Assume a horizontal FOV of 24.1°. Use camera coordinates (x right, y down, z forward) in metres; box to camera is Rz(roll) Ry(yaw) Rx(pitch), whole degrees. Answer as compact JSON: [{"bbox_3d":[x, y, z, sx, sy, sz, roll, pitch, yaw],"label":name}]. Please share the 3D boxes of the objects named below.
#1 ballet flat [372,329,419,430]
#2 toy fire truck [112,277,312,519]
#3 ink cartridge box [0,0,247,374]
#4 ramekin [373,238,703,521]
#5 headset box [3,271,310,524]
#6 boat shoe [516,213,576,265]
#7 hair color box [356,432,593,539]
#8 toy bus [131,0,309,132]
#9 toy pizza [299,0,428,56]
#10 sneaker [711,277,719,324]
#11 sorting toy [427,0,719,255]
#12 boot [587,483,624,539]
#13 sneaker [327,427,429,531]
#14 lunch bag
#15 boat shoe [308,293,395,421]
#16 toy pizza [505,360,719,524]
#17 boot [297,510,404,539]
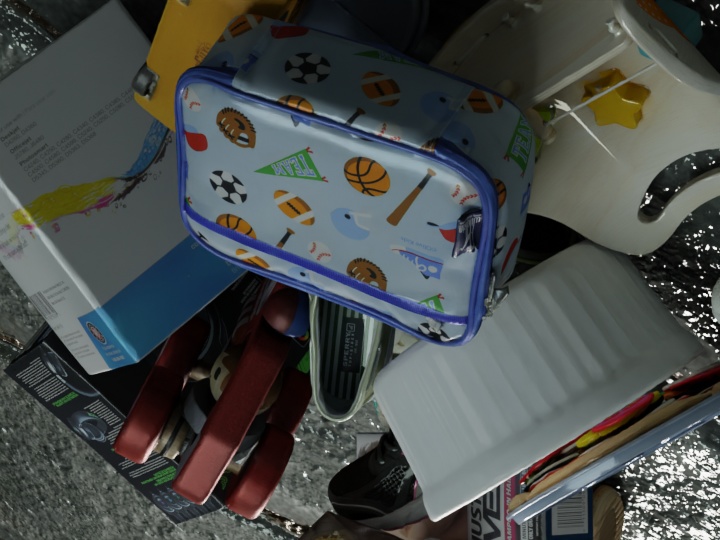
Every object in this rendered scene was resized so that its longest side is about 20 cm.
[{"bbox_3d":[0.030,0.052,1.234,0.064,0.076,0.200,8,148,22],"label":"ballet flat"},{"bbox_3d":[-0.078,0.061,1.162,0.112,0.200,0.168,27,116,-5],"label":"toy fire truck"},{"bbox_3d":[-0.179,-0.053,1.165,0.200,0.146,0.147,53,159,-8],"label":"ink cartridge box"},{"bbox_3d":[0.104,0.063,1.053,0.098,0.200,0.200,58,147,7],"label":"ramekin"},{"bbox_3d":[-0.139,0.073,1.310,0.200,0.174,0.093,45,147,-12],"label":"headset box"},{"bbox_3d":[0.056,-0.061,1.020,0.060,0.072,0.201,6,159,47],"label":"boat shoe"},{"bbox_3d":[0.083,0.174,1.292,0.060,0.101,0.199,6,171,-42],"label":"hair color box"},{"bbox_3d":[-0.073,-0.149,0.973,0.065,0.078,0.200,35,149,0],"label":"toy bus"},{"bbox_3d":[-0.043,-0.197,1.000,0.200,0.032,0.201,26,148,18],"label":"toy pizza"},{"bbox_3d":[0.252,-0.035,0.912,0.085,0.073,0.200,42,136,-12],"label":"sneaker"},{"bbox_3d":[0.142,-0.079,0.941,0.180,0.107,0.200,37,141,-23],"label":"sorting toy"},{"bbox_3d":[0.114,0.206,1.342,0.166,0.072,0.201,33,138,21],"label":"boot"},{"bbox_3d":[0.055,0.108,1.215,0.200,0.080,0.086,-32,116,14],"label":"sneaker"},{"bbox_3d":[-0.003,-0.042,0.911,0.199,0.076,0.161,23,140,14],"label":"lunch bag"},{"bbox_3d":[0.000,0.000,1.058,0.072,0.062,0.201,3,112,5],"label":"boat shoe"},{"bbox_3d":[0.174,0.099,1.055,0.032,0.200,0.200,61,149,11],"label":"toy pizza"},{"bbox_3d":[0.068,0.226,1.201,0.200,0.064,0.186,33,152,-33],"label":"boot"}]
